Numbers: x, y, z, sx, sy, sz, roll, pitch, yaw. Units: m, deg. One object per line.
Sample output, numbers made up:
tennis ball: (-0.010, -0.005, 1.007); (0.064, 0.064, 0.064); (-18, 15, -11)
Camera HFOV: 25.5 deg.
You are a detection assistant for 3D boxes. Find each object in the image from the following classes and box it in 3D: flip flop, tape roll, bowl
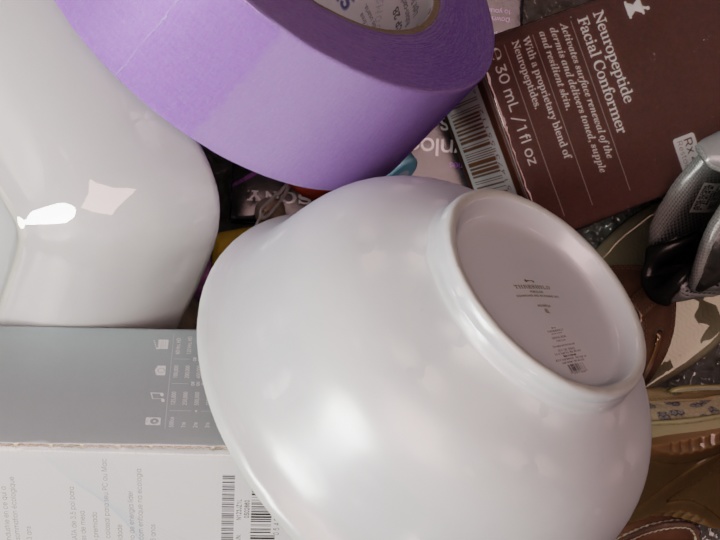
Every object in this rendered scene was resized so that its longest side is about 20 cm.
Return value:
flip flop: (0.117, 0.034, 0.793); (0.200, 0.058, 0.081); (-33, 90, -4)
tape roll: (-0.039, -0.131, 0.674); (0.200, 0.200, 0.066); (45, 122, -1)
bowl: (-0.160, -0.040, 0.692); (0.075, 0.200, 0.200); (-23, 70, -39)
bowl: (0.044, 0.032, 0.610); (0.201, 0.201, 0.090); (42, 125, -2)

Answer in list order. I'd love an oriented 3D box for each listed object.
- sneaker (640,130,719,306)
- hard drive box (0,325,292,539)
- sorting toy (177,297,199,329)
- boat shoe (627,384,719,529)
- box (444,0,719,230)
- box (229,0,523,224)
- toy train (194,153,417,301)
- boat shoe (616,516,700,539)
sneaker: (0.189, 0.005, 0.757); (0.115, 0.075, 0.200); (-23, 126, -7)
hard drive box: (-0.120, 0.105, 0.659); (0.200, 0.077, 0.156); (2, 126, -4)
sorting toy: (-0.084, 0.146, 0.771); (0.200, 0.070, 0.199); (44, 86, -2)
boat shoe: (0.153, 0.081, 0.771); (0.200, 0.063, 0.073); (2, 125, -25)
box: (0.145, -0.089, 0.772); (0.200, 0.075, 0.100); (-22, 94, -17)
box: (0.010, -0.119, 0.802); (0.143, 0.036, 0.200); (3, 90, -3)
toy train: (0.000, 0.000, 0.731); (0.150, 0.056, 0.200); (-35, 73, 5)
boat shoe: (0.088, 0.164, 0.751); (0.200, 0.072, 0.076); (-18, 122, -27)
